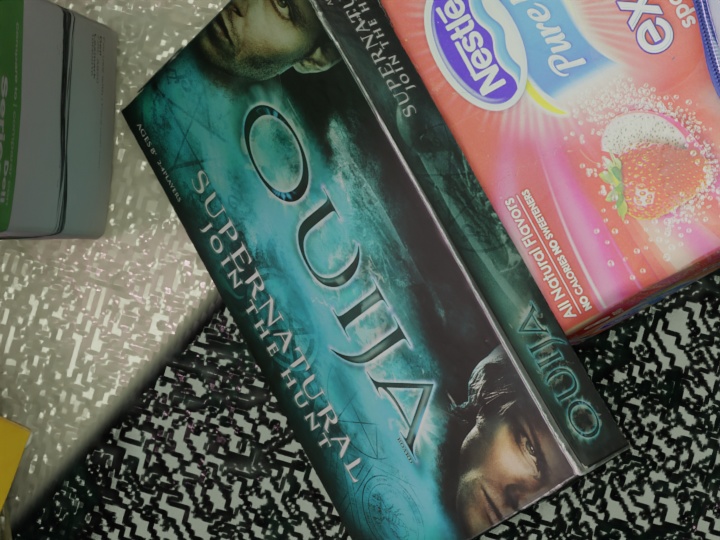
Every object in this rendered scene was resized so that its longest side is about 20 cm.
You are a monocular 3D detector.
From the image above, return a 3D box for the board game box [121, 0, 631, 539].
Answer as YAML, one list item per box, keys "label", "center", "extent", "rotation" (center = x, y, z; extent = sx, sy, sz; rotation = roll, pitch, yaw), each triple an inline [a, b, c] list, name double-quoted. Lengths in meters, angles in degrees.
- label: "board game box"
  center: [0.000, 0.000, 0.966]
  extent: [0.028, 0.135, 0.200]
  rotation: [-25, 82, -36]

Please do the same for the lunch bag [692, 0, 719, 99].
- label: "lunch bag"
  center: [0.193, -0.125, 0.926]
  extent: [0.199, 0.082, 0.161]
  rotation: [-13, 86, -33]

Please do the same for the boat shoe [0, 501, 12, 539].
- label: "boat shoe"
  center: [-0.141, 0.132, 0.997]
  extent: [0.062, 0.073, 0.201]
  rotation: [-18, 84, 8]

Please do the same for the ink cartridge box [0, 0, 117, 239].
- label: "ink cartridge box"
  center: [-0.172, -0.053, 0.949]
  extent: [0.145, 0.200, 0.085]
  rotation: [2, 90, 7]

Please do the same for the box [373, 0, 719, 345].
- label: "box"
  center: [0.065, -0.084, 0.974]
  extent: [0.102, 0.095, 0.201]
  rotation: [-28, 84, 5]

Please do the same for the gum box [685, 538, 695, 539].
- label: "gum box"
  center: [0.082, 0.215, 0.937]
  extent: [0.170, 0.045, 0.201]
  rotation: [-22, 83, -32]

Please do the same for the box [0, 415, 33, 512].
- label: "box"
  center: [-0.217, 0.069, 0.912]
  extent: [0.200, 0.041, 0.119]
  rotation: [27, 76, -26]
